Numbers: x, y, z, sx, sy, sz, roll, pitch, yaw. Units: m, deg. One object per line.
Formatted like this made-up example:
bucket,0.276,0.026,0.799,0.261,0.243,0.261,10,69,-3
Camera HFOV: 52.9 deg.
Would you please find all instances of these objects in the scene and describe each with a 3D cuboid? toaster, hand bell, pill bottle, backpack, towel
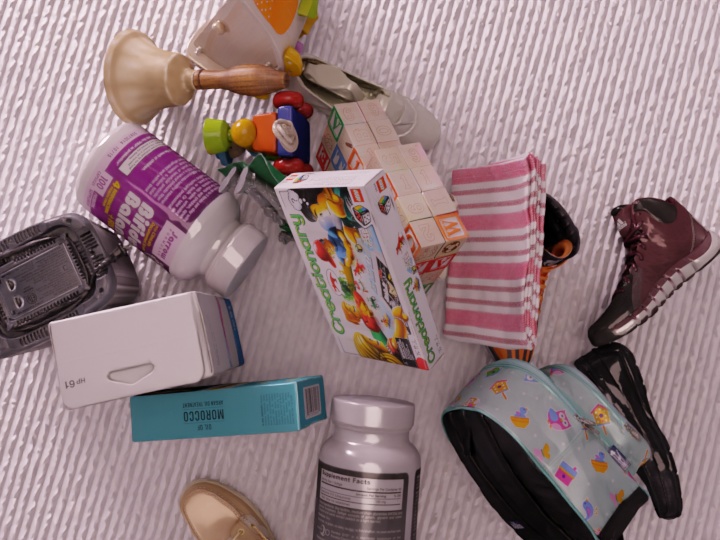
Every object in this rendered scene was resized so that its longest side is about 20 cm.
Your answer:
toaster,-0.327,0.014,0.787,0.197,0.129,0.115,-28,88,-2
hand bell,-0.166,-0.205,0.784,0.196,0.104,0.107,8,86,21
pill bottle,-0.204,-0.062,0.803,0.198,0.112,0.113,36,86,2
pill bottle,0.008,0.244,0.787,0.113,0.116,0.205,5,86,-1
backpack,0.188,0.185,0.768,0.199,0.176,0.154,42,70,1
towel,0.140,-0.019,0.795,0.029,0.145,0.205,6,86,-29

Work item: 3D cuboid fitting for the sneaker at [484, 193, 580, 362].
sneaker,0.184,0.010,0.799,0.076,0.112,0.205,-1,87,-22

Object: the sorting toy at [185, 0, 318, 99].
sorting toy,-0.086,-0.303,0.802,0.106,0.199,0.182,36,73,-22

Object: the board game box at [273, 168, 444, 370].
board game box,0.000,0.000,0.714,0.035,0.125,0.203,-40,120,-36

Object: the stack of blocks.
stack of blocks,0.026,-0.082,0.762,0.058,0.116,0.203,-12,64,-27

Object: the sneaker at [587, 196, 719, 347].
sneaker,0.311,-0.010,0.837,0.199,0.076,0.116,-38,83,-13

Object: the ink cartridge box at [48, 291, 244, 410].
ink cartridge box,-0.210,0.079,0.750,0.141,0.200,0.087,-13,87,-2

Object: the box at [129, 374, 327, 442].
box,-0.141,0.148,0.778,0.196,0.082,0.050,-7,85,17

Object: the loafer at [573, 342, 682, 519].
loafer,0.304,0.185,0.824,0.069,0.068,0.204,-21,82,6

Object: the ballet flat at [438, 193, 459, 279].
ballet flat,0.061,0.008,0.836,0.064,0.076,0.202,34,91,-30

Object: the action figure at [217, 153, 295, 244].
action figure,-0.062,-0.049,0.799,0.199,0.117,0.055,35,79,-32

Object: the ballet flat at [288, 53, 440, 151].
ballet flat,0.003,-0.194,0.839,0.197,0.069,0.071,25,86,0

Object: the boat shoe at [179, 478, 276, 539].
boat shoe,-0.127,0.316,0.803,0.200,0.069,0.074,45,87,2

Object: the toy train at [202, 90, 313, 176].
toy train,-0.116,-0.145,0.768,0.113,0.200,0.087,0,94,5
